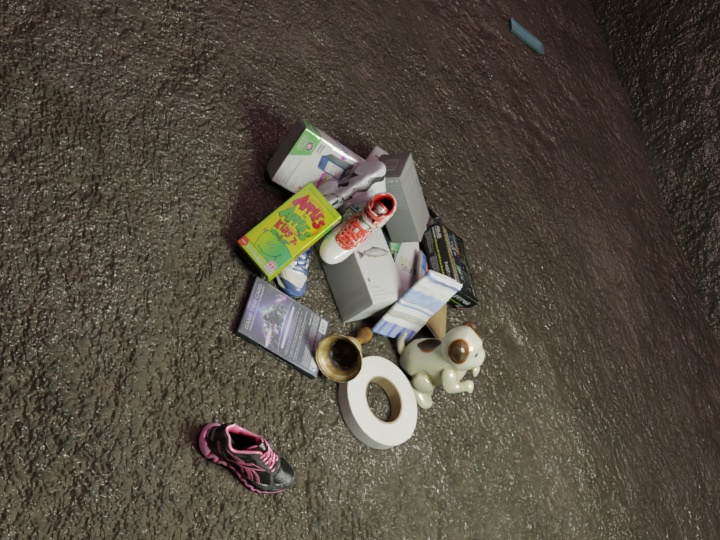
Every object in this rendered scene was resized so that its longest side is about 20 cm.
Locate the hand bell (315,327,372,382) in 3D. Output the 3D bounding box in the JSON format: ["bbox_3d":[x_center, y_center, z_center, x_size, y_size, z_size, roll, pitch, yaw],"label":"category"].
[{"bbox_3d":[-0.011,0.157,1.567,0.104,0.104,0.200,57,25,0],"label":"hand bell"}]

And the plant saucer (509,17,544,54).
[{"bbox_3d":[0.679,-0.956,2.960,0.199,0.019,0.070,24,51,-31],"label":"plant saucer"}]

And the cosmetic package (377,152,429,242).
[{"bbox_3d":[0.098,-0.174,1.756,0.107,0.090,0.201,-66,148,-44],"label":"cosmetic package"}]

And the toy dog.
[{"bbox_3d":[0.198,0.193,1.654,0.194,0.200,0.139,56,41,-2],"label":"toy dog"}]

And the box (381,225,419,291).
[{"bbox_3d":[0.090,-0.032,1.813,0.144,0.036,0.201,20,53,-35],"label":"box"}]

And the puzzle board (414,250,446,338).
[{"bbox_3d":[0.174,0.067,1.808,0.151,0.017,0.201,50,32,-34],"label":"puzzle board"}]

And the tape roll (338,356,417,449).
[{"bbox_3d":[0.040,0.286,1.569,0.202,0.037,0.204,24,51,-32],"label":"tape roll"}]

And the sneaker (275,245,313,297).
[{"bbox_3d":[-0.139,-0.043,1.561,0.075,0.088,0.201,14,58,-40],"label":"sneaker"}]

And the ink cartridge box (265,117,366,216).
[{"bbox_3d":[-0.093,-0.232,1.665,0.200,0.146,0.088,29,16,-30],"label":"ink cartridge box"}]

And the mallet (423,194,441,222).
[{"bbox_3d":[0.174,-0.164,1.905,0.066,0.041,0.200,31,13,-35],"label":"mallet"}]

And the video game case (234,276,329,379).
[{"bbox_3d":[-0.157,0.118,1.496,0.200,0.019,0.143,34,46,-24],"label":"video game case"}]

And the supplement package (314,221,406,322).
[{"bbox_3d":[0.000,0.000,1.645,0.117,0.117,0.201,-8,71,-44],"label":"supplement package"}]

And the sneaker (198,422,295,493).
[{"bbox_3d":[-0.186,0.329,1.282,0.200,0.095,0.079,36,44,-24],"label":"sneaker"}]

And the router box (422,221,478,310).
[{"bbox_3d":[0.233,-0.009,1.884,0.150,0.062,0.201,30,44,-56],"label":"router box"}]

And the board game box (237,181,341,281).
[{"bbox_3d":[-0.148,-0.082,1.512,0.200,0.048,0.102,-41,85,-12],"label":"board game box"}]

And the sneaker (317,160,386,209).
[{"bbox_3d":[-0.019,-0.155,1.625,0.200,0.075,0.115,-32,133,-15],"label":"sneaker"}]

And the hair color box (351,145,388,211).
[{"bbox_3d":[0.033,-0.226,1.842,0.100,0.061,0.200,33,45,-2],"label":"hair color box"}]

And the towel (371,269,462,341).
[{"bbox_3d":[0.131,0.084,1.646,0.147,0.200,0.024,21,27,-52],"label":"towel"}]

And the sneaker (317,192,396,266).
[{"bbox_3d":[-0.006,-0.093,1.536,0.201,0.108,0.067,-39,85,-27],"label":"sneaker"}]
